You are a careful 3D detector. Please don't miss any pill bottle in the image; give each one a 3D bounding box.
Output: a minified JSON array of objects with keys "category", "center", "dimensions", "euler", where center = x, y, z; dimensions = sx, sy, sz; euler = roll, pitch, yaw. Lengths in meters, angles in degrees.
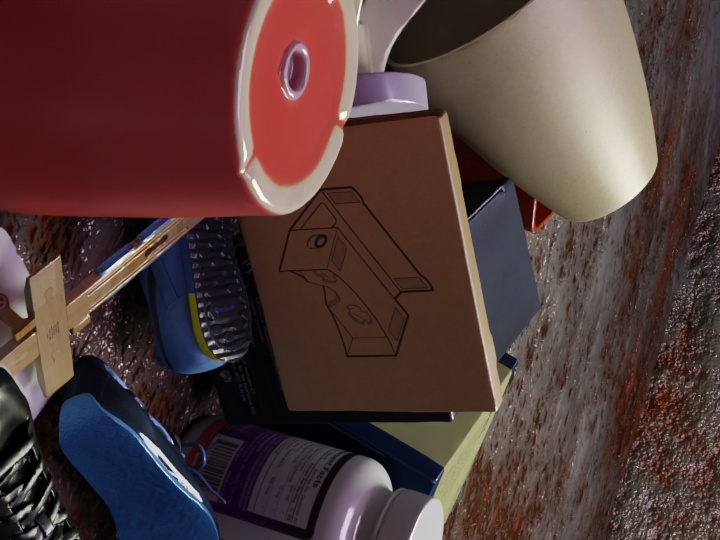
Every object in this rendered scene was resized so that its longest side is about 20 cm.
[{"category":"pill bottle","center":[-0.042,0.186,0.982],"dimensions":[0.111,0.197,0.113],"euler":[12,90,-67]}]

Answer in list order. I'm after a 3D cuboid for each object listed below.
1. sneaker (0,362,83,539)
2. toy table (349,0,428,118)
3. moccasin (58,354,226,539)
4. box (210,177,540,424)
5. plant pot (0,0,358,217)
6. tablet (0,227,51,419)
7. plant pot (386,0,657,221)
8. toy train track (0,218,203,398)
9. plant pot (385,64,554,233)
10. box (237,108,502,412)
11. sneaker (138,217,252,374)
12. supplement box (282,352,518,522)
[{"category":"sneaker","center":[-0.174,0.140,0.715],"dimensions":[0.073,0.111,0.202],"euler":[-50,157,-46]},{"category":"toy table","center":[-0.030,-0.155,0.900],"dimensions":[0.182,0.199,0.119],"euler":[-5,89,-33]},{"category":"moccasin","center":[-0.140,0.133,0.877],"dimensions":[0.069,0.079,0.202],"euler":[-102,178,-47]},{"category":"box","center":[0.008,0.023,0.996],"dimensions":[0.197,0.197,0.119],"euler":[-41,120,-54]},{"category":"plant pot","center":[-0.107,-0.116,0.715],"dimensions":[0.200,0.175,0.204],"euler":[11,90,-67]},{"category":"tablet","center":[-0.234,0.087,0.722],"dimensions":[0.131,0.013,0.201],"euler":[77,32,-45]},{"category":"plant pot","center":[0.146,-0.143,1.019],"dimensions":[0.201,0.186,0.188],"euler":[53,47,-25]},{"category":"toy train track","center":[-0.161,0.002,0.769],"dimensions":[0.200,0.032,0.116],"euler":[-43,158,-33]},{"category":"plant pot","center":[0.119,-0.172,1.224],"dimensions":[0.200,0.174,0.203],"euler":[-38,134,-58]},{"category":"box","center":[0.000,0.000,0.853],"dimensions":[0.021,0.161,0.203],"euler":[-45,127,-55]},{"category":"sneaker","center":[-0.125,-0.031,0.879],"dimensions":[0.066,0.078,0.204],"euler":[-2,85,-53]},{"category":"supplement box","center":[0.018,0.166,1.136],"dimensions":[0.200,0.133,0.202],"euler":[-45,158,-53]}]
